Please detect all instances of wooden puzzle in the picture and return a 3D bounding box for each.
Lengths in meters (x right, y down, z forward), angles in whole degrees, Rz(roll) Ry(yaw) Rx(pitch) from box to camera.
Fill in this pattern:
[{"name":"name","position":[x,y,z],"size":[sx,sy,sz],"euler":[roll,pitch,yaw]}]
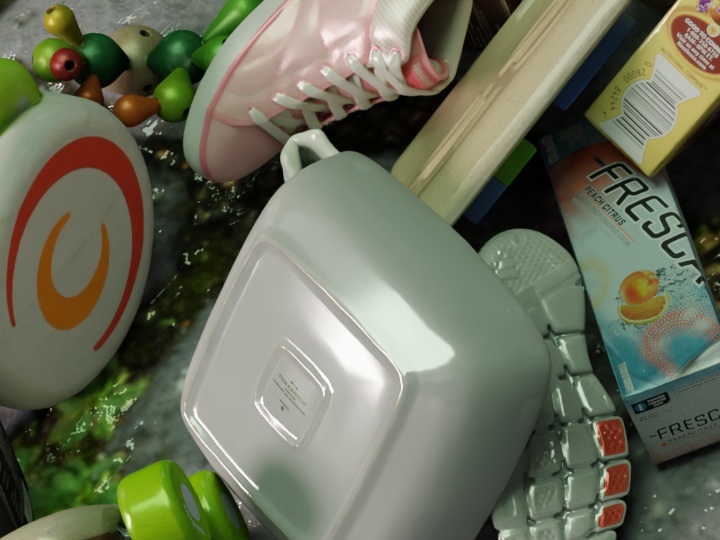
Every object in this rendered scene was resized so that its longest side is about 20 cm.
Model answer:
[{"name":"wooden puzzle","position":[0.091,-0.096,1.621],"size":[0.185,0.046,0.200],"euler":[-52,8,4]}]

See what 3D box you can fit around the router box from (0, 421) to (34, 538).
[{"name":"router box","position":[-0.294,0.119,1.610],"size":[0.199,0.150,0.062],"euler":[-11,53,1]}]

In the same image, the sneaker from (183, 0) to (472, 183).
[{"name":"sneaker","position":[-0.014,-0.117,1.691],"size":[0.105,0.075,0.200],"euler":[41,94,32]}]

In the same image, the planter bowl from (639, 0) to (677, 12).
[{"name":"planter bowl","position":[0.203,-0.232,1.672],"size":[0.199,0.200,0.135],"euler":[-13,69,13]}]

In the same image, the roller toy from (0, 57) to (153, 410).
[{"name":"roller toy","position":[-0.221,-0.016,1.683],"size":[0.139,0.182,0.201],"euler":[11,84,28]}]

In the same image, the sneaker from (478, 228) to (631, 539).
[{"name":"sneaker","position":[0.097,0.082,1.556],"size":[0.077,0.082,0.201],"euler":[0,72,-9]}]

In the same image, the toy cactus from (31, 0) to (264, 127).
[{"name":"toy cactus","position":[-0.125,-0.138,1.774],"size":[0.199,0.103,0.165],"euler":[-17,10,-30]}]

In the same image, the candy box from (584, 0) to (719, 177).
[{"name":"candy box","position":[0.215,-0.149,1.555],"size":[0.056,0.200,0.117],"euler":[42,34,8]}]

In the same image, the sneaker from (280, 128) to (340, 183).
[{"name":"sneaker","position":[0.000,0.000,1.645],"size":[0.070,0.080,0.201],"euler":[-30,50,-3]}]

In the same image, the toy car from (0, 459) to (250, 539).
[{"name":"toy car","position":[-0.122,0.226,1.518],"size":[0.164,0.158,0.201],"euler":[-26,77,8]}]

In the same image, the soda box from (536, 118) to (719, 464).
[{"name":"soda box","position":[0.155,0.004,1.579],"size":[0.063,0.068,0.201],"euler":[-22,48,7]}]

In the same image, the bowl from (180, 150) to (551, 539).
[{"name":"bowl","position":[-0.012,0.063,1.521],"size":[0.200,0.074,0.200],"euler":[45,124,29]}]

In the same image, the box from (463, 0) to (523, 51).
[{"name":"box","position":[0.027,-0.201,1.790],"size":[0.199,0.075,0.100],"euler":[13,62,29]}]
